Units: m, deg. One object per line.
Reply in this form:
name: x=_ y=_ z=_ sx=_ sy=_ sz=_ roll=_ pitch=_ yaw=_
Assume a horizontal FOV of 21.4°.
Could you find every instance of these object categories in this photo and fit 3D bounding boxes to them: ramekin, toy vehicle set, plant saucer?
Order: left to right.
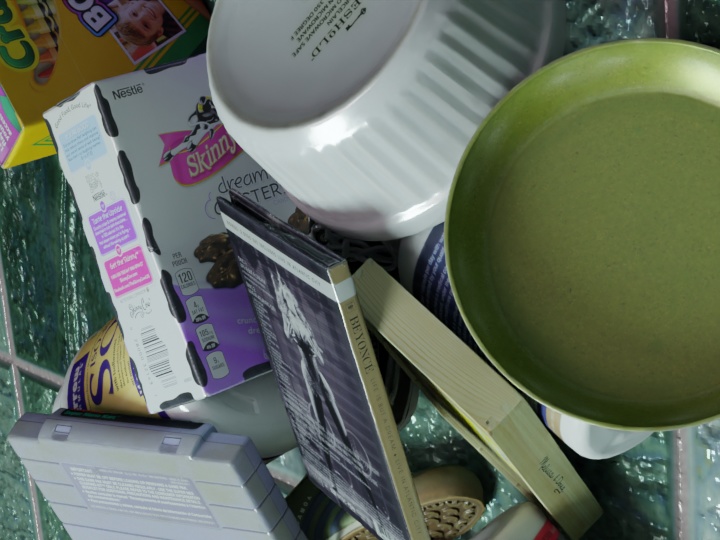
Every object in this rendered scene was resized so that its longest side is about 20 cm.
ramekin: x=0.004 y=-0.126 z=1.026 sx=0.201 sy=0.094 sz=0.204 roll=-20 pitch=56 yaw=33
toy vehicle set: x=0.066 y=0.077 z=1.075 sx=0.124 sy=0.027 sz=0.200 roll=43 pitch=176 yaw=30
plant saucer: x=0.141 y=-0.016 z=0.944 sx=0.201 sy=0.199 sz=0.031 roll=54 pitch=178 yaw=19

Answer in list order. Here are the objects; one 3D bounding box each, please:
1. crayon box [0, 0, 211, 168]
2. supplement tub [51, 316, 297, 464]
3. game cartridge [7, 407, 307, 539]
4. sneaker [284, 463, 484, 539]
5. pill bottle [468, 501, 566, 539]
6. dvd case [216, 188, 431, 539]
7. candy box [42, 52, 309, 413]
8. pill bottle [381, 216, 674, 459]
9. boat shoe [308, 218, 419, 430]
crayon box: x=-0.203 y=-0.185 z=1.273 sx=0.201 sy=0.172 sz=0.058 roll=60 pitch=141 yaw=13
supplement tub: x=-0.119 y=0.083 z=1.310 sx=0.200 sy=0.145 sz=0.146 roll=-36 pitch=78 yaw=51
game cartridge: x=-0.128 y=0.148 z=1.241 sx=0.199 sy=0.038 sz=0.130 roll=3 pitch=128 yaw=36
sneaker: x=-0.003 y=0.152 z=1.261 sx=0.200 sy=0.067 sz=0.090 roll=-35 pitch=49 yaw=36
pill bottle: x=0.122 y=0.242 z=1.098 sx=0.200 sy=0.111 sz=0.111 roll=49 pitch=140 yaw=3
dvd case: x=-0.019 y=0.062 z=1.081 sx=0.149 sy=0.016 sz=0.201 roll=32 pitch=144 yaw=58
candy box: x=-0.084 y=-0.034 z=1.196 sx=0.071 sy=0.167 sz=0.201 roll=-21 pitch=90 yaw=52
pill bottle: x=0.091 y=0.000 z=1.042 sx=0.200 sy=0.111 sz=0.112 roll=43 pitch=135 yaw=31
boat shoe: x=-0.003 y=0.000 z=1.147 sx=0.073 sy=0.068 sz=0.201 roll=0 pitch=83 yaw=12
